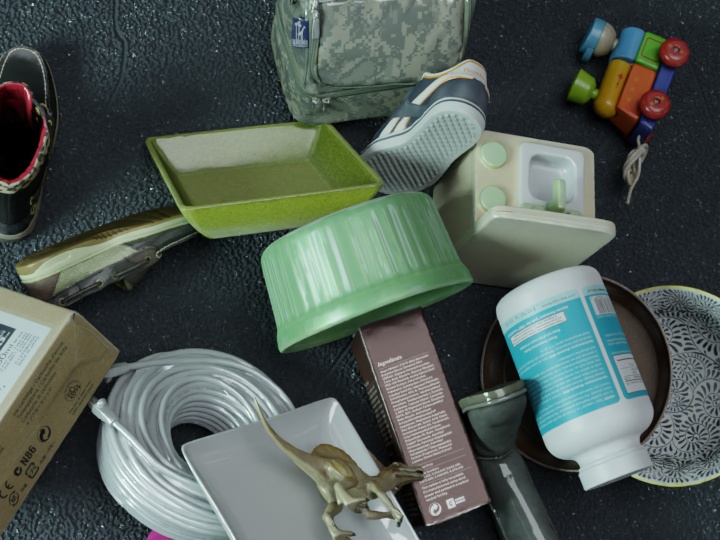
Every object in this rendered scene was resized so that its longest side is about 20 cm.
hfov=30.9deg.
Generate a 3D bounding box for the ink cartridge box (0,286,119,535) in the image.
[{"bbox_3d":[-0.334,0.119,1.155,0.201,0.164,0.075,-60,137,-20],"label":"ink cartridge box"}]

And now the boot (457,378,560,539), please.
[{"bbox_3d":[0.153,0.216,1.259,0.072,0.182,0.202,-15,75,-6],"label":"boot"}]

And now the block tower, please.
[{"bbox_3d":[-0.032,0.240,1.211,0.058,0.054,0.200,44,36,2],"label":"block tower"}]

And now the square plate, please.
[{"bbox_3d":[-0.045,0.221,1.150,0.197,0.028,0.201,-12,63,-47],"label":"square plate"}]

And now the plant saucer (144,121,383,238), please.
[{"bbox_3d":[-0.099,-0.088,1.289,0.198,0.200,0.048,-8,117,-16],"label":"plant saucer"}]

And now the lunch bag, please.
[{"bbox_3d":[0.011,-0.251,1.338,0.198,0.168,0.141,-8,66,-16],"label":"lunch bag"}]

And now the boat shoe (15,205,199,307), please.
[{"bbox_3d":[-0.238,-0.012,1.275,0.199,0.073,0.065,-21,107,-27],"label":"boat shoe"}]

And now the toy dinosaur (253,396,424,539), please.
[{"bbox_3d":[-0.022,0.186,1.151,0.199,0.058,0.101,25,25,-35],"label":"toy dinosaur"}]

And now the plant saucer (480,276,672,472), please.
[{"bbox_3d":[0.222,0.104,1.333,0.198,0.034,0.203,-3,82,23],"label":"plant saucer"}]

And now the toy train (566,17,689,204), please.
[{"bbox_3d":[0.280,-0.183,1.452,0.115,0.085,0.201,23,70,3],"label":"toy train"}]

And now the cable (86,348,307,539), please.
[{"bbox_3d":[-0.146,0.163,1.207,0.199,0.069,0.201,-15,60,-43],"label":"cable"}]

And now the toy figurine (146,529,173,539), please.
[{"bbox_3d":[-0.129,0.309,1.190,0.199,0.150,0.185,-22,72,-35],"label":"toy figurine"}]

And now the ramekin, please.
[{"bbox_3d":[0.000,0.000,1.256,0.198,0.200,0.099,-18,83,-18],"label":"ramekin"}]

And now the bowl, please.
[{"bbox_3d":[0.330,0.122,1.353,0.199,0.094,0.203,-4,81,23],"label":"bowl"}]

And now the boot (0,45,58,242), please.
[{"bbox_3d":[-0.326,-0.141,1.236,0.072,0.151,0.202,9,73,-12],"label":"boot"}]

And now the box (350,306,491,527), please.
[{"bbox_3d":[0.056,0.146,1.284,0.074,0.100,0.202,-19,81,-8],"label":"box"}]

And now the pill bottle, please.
[{"bbox_3d":[0.213,0.106,1.258,0.110,0.111,0.202,-14,74,-18],"label":"pill bottle"}]

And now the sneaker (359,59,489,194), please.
[{"bbox_3d":[0.068,-0.144,1.325,0.078,0.200,0.080,29,59,-22],"label":"sneaker"}]

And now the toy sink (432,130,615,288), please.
[{"bbox_3d":[0.161,-0.066,1.319,0.129,0.200,0.113,7,72,-12],"label":"toy sink"}]
